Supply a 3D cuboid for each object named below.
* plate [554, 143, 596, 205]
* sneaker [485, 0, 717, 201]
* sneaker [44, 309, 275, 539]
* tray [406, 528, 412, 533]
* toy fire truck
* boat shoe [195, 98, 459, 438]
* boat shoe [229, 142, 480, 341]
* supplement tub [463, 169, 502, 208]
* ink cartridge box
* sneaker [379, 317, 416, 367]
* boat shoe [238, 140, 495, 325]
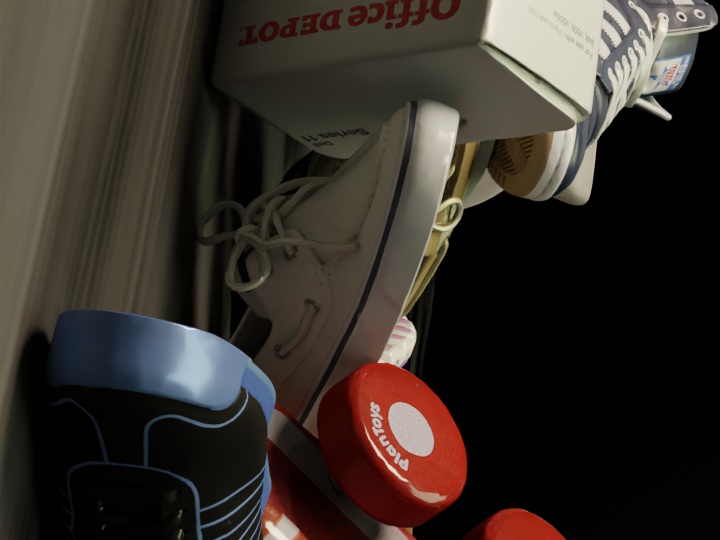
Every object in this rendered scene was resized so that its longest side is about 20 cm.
[{"bbox_3d":[0.066,-0.157,1.564,0.032,0.199,0.201,-19,123,-42],"label":"plate"},{"bbox_3d":[0.114,-0.090,1.205,0.201,0.108,0.070,-93,-156,-56],"label":"sneaker"},{"bbox_3d":[-0.064,0.080,0.838,0.200,0.070,0.078,75,23,-65],"label":"sneaker"},{"bbox_3d":[-0.030,0.178,1.206,0.037,0.098,0.201,50,-33,45],"label":"tray"},{"bbox_3d":[-0.002,0.148,1.015,0.112,0.200,0.168,-36,-168,33],"label":"toy fire truck"},{"bbox_3d":[-0.026,-0.002,1.056,0.202,0.086,0.075,117,-11,-47],"label":"boat shoe"},{"bbox_3d":[-0.003,0.000,1.139,0.201,0.073,0.063,-57,-158,26],"label":"boat shoe"},{"bbox_3d":[0.047,-0.130,1.404,0.200,0.143,0.146,-74,169,-61],"label":"supplement tub"},{"bbox_3d":[0.028,-0.159,1.066,0.083,0.146,0.202,28,64,-48],"label":"ink cartridge box"},{"bbox_3d":[-0.015,0.053,1.358,0.200,0.080,0.089,-67,171,-76],"label":"sneaker"},{"bbox_3d":[0.000,-0.044,1.212,0.201,0.070,0.091,-55,-161,34],"label":"boat shoe"}]
